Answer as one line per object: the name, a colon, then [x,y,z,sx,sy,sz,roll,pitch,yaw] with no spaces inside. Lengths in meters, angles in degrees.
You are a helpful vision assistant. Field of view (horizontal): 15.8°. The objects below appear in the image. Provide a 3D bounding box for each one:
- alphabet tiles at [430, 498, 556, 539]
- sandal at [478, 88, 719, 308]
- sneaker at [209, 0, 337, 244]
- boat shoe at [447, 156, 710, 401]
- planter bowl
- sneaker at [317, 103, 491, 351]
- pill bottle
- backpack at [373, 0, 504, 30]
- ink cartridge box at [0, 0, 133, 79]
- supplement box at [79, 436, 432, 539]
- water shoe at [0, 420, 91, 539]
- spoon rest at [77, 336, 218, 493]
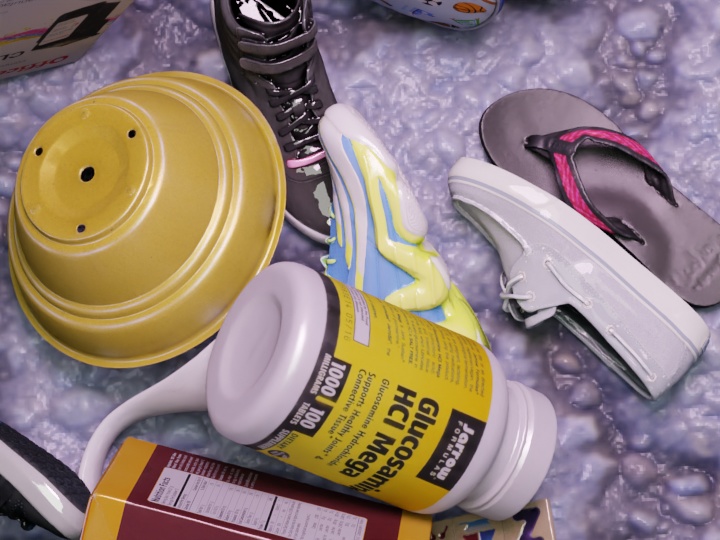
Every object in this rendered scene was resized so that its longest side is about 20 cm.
alphabet tiles: [0.087,0.248,1.599,0.166,0.006,0.201,-15,74,24]
sandal: [0.166,-0.053,1.678,0.200,0.045,0.075,37,81,5]
sneaker: [-0.047,-0.114,1.657,0.070,0.099,0.201,-20,82,-7]
boat shoe: [0.128,0.008,1.654,0.200,0.070,0.072,37,78,2]
planter bowl: [-0.153,-0.047,1.609,0.199,0.083,0.201,-9,67,22]
sneaker: [0.000,0.000,1.634,0.105,0.076,0.201,-28,99,2]
pill bottle: [0.016,0.080,1.564,0.199,0.112,0.113,23,79,-26]
backpack: [0.058,-0.241,1.643,0.189,0.200,0.155,13,85,-6]
ink cartridge box: [-0.216,-0.184,1.596,0.145,0.200,0.083,-16,81,-28]
supplement box: [-0.078,0.231,1.548,0.199,0.133,0.198,15,101,1]
water shoe: [-0.250,0.128,1.618,0.200,0.071,0.079,32,92,24]
spoon rest: [-0.110,0.083,1.629,0.061,0.099,0.200,42,93,10]
